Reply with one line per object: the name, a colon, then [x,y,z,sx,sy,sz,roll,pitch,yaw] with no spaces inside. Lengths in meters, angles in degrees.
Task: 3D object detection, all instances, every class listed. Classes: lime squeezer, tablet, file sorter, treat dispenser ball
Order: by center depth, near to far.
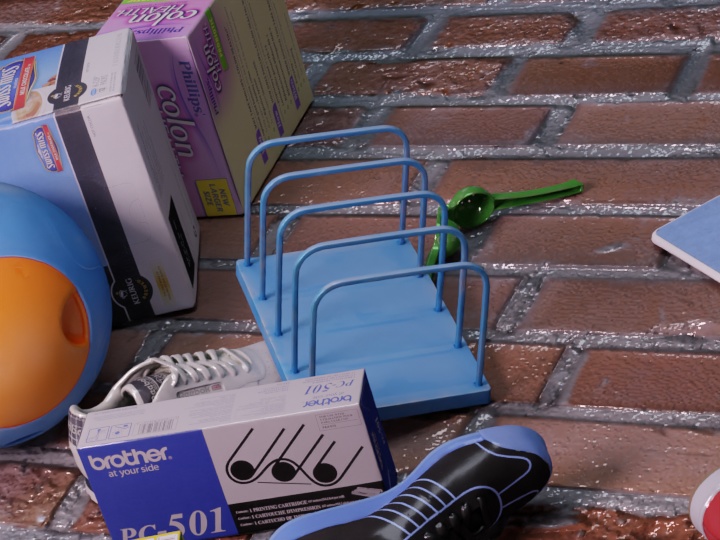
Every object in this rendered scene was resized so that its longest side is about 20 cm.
file sorter: [0.000,0.000,1.561,0.138,0.123,0.200,-9,37,-14]
tablet: [0.319,-0.017,1.590,0.130,0.014,0.200,-27,32,-17]
treat dispenser ball: [-0.285,0.033,1.616,0.200,0.202,0.201,-12,31,7]
lime squeezer: [0.087,-0.027,1.709,0.071,0.038,0.200,40,55,17]

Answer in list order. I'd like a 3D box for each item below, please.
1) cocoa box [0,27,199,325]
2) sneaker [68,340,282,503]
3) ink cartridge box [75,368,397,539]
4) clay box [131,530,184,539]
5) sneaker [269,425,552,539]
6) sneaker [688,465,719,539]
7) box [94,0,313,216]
cocoa box: [-0.221,-0.069,1.751,0.131,0.201,0.134,-14,31,6]
sneaker: [-0.118,0.092,1.561,0.200,0.081,0.076,-30,31,-27]
ink cartridge box: [-0.083,0.130,1.469,0.199,0.094,0.044,-10,31,12]
clay box: [-0.209,0.238,1.401,0.199,0.048,0.115,-13,31,9]
sneaker: [0.039,0.170,1.378,0.199,0.070,0.078,-26,35,-3]
sneaker: [0.307,0.131,1.302,0.199,0.071,0.113,-28,28,-4]
box: [-0.135,-0.173,1.900,0.096,0.177,0.200,-3,34,22]
